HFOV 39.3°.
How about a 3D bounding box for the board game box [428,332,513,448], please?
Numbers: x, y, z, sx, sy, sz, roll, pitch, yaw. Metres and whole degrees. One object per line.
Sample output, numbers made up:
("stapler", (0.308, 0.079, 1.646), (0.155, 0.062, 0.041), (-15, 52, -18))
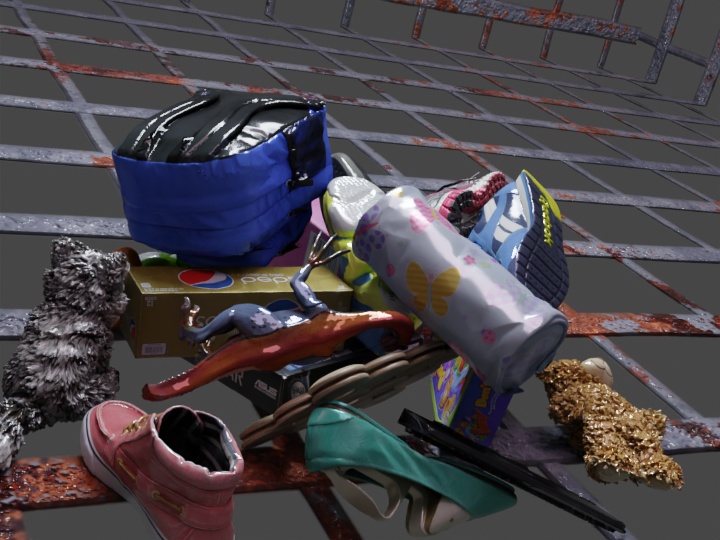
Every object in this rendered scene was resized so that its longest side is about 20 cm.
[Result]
("board game box", (0.114, 0.075, 1.002), (0.045, 0.135, 0.200), (18, 21, -8))

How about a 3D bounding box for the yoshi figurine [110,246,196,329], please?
("yoshi figurine", (-0.211, -0.013, 1.065), (0.112, 0.112, 0.200), (16, 18, 23))

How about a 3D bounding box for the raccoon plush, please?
("raccoon plush", (-0.243, 0.060, 0.824), (0.097, 0.134, 0.200), (12, 22, -8))

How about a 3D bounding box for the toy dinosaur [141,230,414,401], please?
("toy dinosaur", (-0.052, 0.066, 0.834), (0.181, 0.105, 0.200), (2, 39, 16))

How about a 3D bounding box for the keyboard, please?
("keyboard", (0.120, 0.169, 0.864), (0.200, 0.021, 0.127), (28, -2, -9))

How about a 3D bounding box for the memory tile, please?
("memory tile", (0.001, 0.102, 0.881), (0.200, 0.153, 0.017), (-10, 70, -47))

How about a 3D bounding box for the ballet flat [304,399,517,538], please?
("ballet flat", (0.036, 0.173, 0.807), (0.200, 0.071, 0.067), (29, -27, -22))

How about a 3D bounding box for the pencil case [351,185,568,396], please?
("pencil case", (0.082, 0.013, 0.858), (0.200, 0.083, 0.091), (43, 26, 26))

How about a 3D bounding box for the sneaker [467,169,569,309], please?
("sneaker", (0.149, -0.014, 0.977), (0.074, 0.082, 0.200), (47, 30, -22))

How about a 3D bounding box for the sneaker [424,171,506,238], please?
("sneaker", (0.120, -0.074, 1.194), (0.075, 0.081, 0.200), (0, 7, 32))

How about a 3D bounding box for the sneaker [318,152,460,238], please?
("sneaker", (0.035, -0.044, 1.086), (0.114, 0.076, 0.200), (-15, 62, -43))

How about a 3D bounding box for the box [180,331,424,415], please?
("box", (-0.060, 0.074, 1.008), (0.160, 0.044, 0.200), (25, 24, 39))

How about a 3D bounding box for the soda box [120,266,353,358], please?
("soda box", (-0.112, 0.036, 0.923), (0.200, 0.064, 0.068), (0, 20, -26))

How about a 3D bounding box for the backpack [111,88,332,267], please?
("backpack", (-0.128, -0.081, 0.977), (0.162, 0.168, 0.200), (2, 22, 26))

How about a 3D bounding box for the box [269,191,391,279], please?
("box", (0.009, -0.020, 1.223), (0.200, 0.097, 0.176), (-2, 27, -35))

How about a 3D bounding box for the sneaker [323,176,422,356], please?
("sneaker", (0.000, 0.000, 0.987), (0.076, 0.105, 0.200), (3, 42, -23))

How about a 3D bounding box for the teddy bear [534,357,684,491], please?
("teddy bear", (0.247, 0.147, 1.004), (0.145, 0.067, 0.200), (16, 22, -1))

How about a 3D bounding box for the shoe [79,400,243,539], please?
("shoe", (-0.150, 0.133, 0.764), (0.071, 0.091, 0.200), (-4, 28, -37))

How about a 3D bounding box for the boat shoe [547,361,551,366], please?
("boat shoe", (0.164, 0.071, 1.104), (0.066, 0.075, 0.199), (7, 1, -24))
